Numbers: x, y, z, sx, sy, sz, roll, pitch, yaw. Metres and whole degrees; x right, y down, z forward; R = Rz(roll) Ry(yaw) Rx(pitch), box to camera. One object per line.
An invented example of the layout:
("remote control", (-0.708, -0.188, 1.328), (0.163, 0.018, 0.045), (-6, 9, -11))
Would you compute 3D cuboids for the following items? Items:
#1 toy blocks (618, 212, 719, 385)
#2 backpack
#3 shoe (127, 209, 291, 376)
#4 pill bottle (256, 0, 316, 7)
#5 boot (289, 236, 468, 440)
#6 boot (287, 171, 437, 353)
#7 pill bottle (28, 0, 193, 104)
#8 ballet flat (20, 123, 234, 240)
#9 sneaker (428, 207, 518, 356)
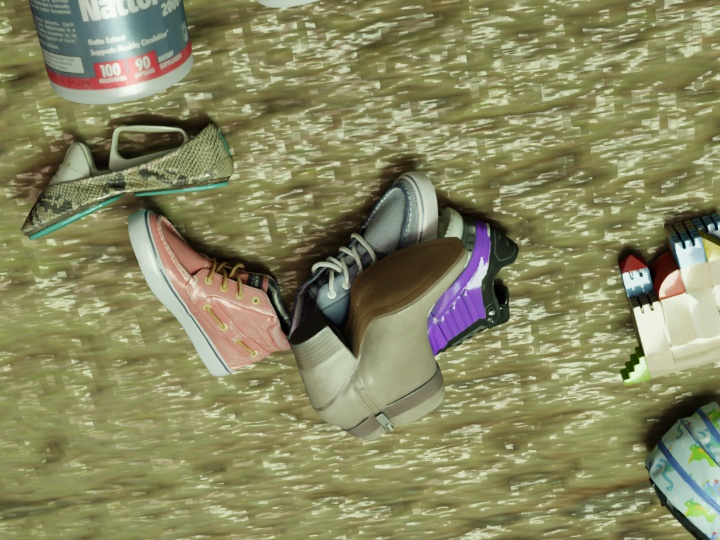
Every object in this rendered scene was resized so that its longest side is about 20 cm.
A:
("toy blocks", (0.324, 0.012, 1.151), (0.200, 0.100, 0.137), (-16, 109, 9))
("backpack", (0.381, 0.228, 1.249), (0.200, 0.163, 0.154), (24, 110, -7))
("shoe", (-0.134, 0.011, 1.154), (0.091, 0.072, 0.200), (-20, 126, 10))
("pill bottle", (-0.060, -0.311, 0.929), (0.112, 0.112, 0.200), (-14, 121, 8))
("boot", (0.037, 0.069, 1.112), (0.200, 0.070, 0.146), (-29, 126, 13))
("boot", (0.000, 0.000, 1.127), (0.090, 0.073, 0.200), (-4, 127, -33))
("pill bottle", (-0.205, -0.243, 0.965), (0.119, 0.120, 0.200), (-6, 122, 3))
("ballet flat", (-0.214, -0.089, 1.102), (0.200, 0.068, 0.075), (-16, 99, 3))
("sneaker", (0.091, 0.042, 1.172), (0.099, 0.070, 0.200), (16, 121, -12))
